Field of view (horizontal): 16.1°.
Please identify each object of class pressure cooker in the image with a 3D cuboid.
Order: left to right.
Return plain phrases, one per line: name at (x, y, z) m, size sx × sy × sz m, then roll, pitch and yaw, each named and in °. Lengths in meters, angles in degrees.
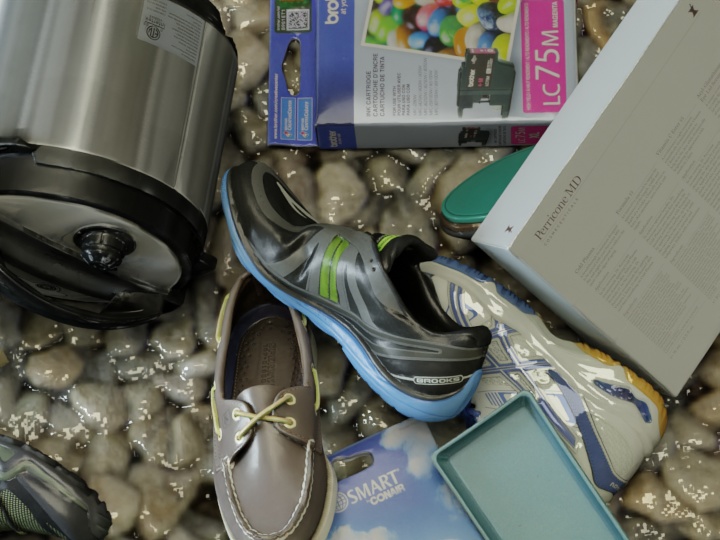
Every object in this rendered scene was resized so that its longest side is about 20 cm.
pressure cooker at (-0.171, -0.067, 1.520) m, size 0.175 × 0.179 × 0.201 m, roll 7°, pitch 68°, yaw 4°

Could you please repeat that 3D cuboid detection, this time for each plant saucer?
plant saucer at (0.124, 0.169, 1.456) m, size 0.070 × 0.019 × 0.201 m, roll -34°, pitch 84°, yaw 4°

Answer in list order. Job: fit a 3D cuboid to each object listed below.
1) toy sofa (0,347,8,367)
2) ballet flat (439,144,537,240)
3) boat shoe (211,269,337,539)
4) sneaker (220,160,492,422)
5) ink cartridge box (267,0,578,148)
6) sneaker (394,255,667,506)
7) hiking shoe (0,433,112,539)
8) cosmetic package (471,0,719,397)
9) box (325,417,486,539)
toy sofa at (-0.283, 0.006, 1.487) m, size 0.083 × 0.200 × 0.098 m, roll -34°, pitch 64°, yaw -10°
ballet flat at (0.142, -0.054, 1.551) m, size 0.199 × 0.073 × 0.073 m, roll -31°, pitch 69°, yaw -13°
boat shoe at (-0.054, 0.084, 1.475) m, size 0.071 × 0.060 × 0.201 m, roll -10°, pitch 44°, yaw 7°
sneaker at (0.000, 0.000, 1.485) m, size 0.199 × 0.071 × 0.083 m, roll 42°, pitch 115°, yaw 19°
ink cartridge box at (0.038, -0.138, 1.610) m, size 0.198 × 0.042 × 0.120 m, roll -2°, pitch 67°, yaw 5°
sneaker at (0.080, 0.065, 1.504) m, size 0.199 × 0.075 × 0.088 m, roll 31°, pitch 76°, yaw 17°
hiking shoe at (-0.242, 0.142, 1.505) m, size 0.199 × 0.076 × 0.101 m, roll 17°, pitch 78°, yaw 21°
cosmetic package at (0.180, -0.051, 1.501) m, size 0.151 × 0.052 × 0.201 m, roll 41°, pitch 79°, yaw -27°
box at (0.026, 0.197, 1.467) m, size 0.121 × 0.048 × 0.201 m, roll -23°, pitch 67°, yaw -6°
